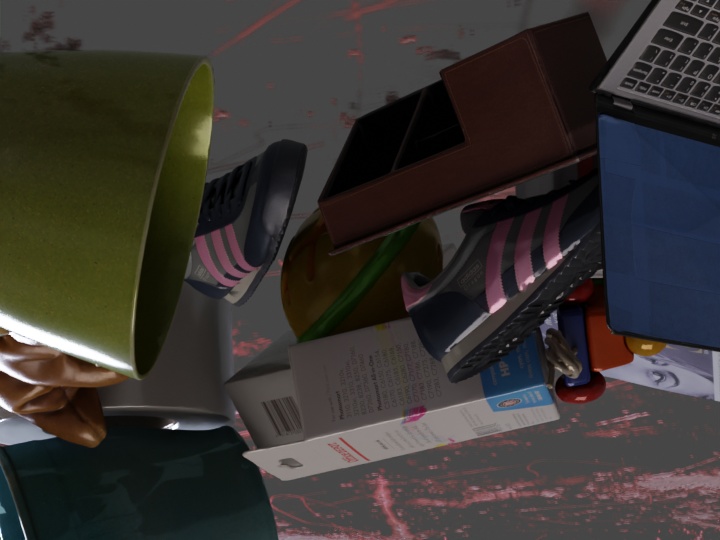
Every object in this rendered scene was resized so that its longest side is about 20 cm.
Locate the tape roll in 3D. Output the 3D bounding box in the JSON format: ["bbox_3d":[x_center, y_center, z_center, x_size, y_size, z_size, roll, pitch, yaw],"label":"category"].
[{"bbox_3d":[-0.201,0.060,1.246,0.202,0.140,0.203,-3,166,-1],"label":"tape roll"}]

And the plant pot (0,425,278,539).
[{"bbox_3d":[-0.168,0.209,1.198,0.187,0.201,0.200,-14,167,-20],"label":"plant pot"}]

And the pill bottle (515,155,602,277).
[{"bbox_3d":[0.208,-0.054,1.005,0.199,0.116,0.116,-1,163,-9],"label":"pill bottle"}]

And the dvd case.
[{"bbox_3d":[0.201,0.052,1.238,0.199,0.016,0.149,10,155,19],"label":"dvd case"}]

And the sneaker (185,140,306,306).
[{"bbox_3d":[-0.095,-0.036,1.073,0.082,0.070,0.200,21,150,-9],"label":"sneaker"}]

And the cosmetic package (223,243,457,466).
[{"bbox_3d":[0.002,0.065,1.231,0.107,0.085,0.200,-16,-164,46],"label":"cosmetic package"}]

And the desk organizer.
[{"bbox_3d":[0.057,-0.079,0.929,0.200,0.077,0.072,-20,-178,43],"label":"desk organizer"}]

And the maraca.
[{"bbox_3d":[0.000,0.000,1.110,0.107,0.137,0.200,43,180,-4],"label":"maraca"}]

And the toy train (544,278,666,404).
[{"bbox_3d":[0.180,0.040,1.015,0.115,0.085,0.200,-7,-165,9],"label":"toy train"}]

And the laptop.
[{"bbox_3d":[0.227,-0.066,0.833,0.187,0.116,0.200,9,128,-36],"label":"laptop"}]

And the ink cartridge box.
[{"bbox_3d":[0.025,0.079,1.033,0.199,0.068,0.115,-14,161,8],"label":"ink cartridge box"}]

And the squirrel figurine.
[{"bbox_3d":[-0.238,0.016,1.048,0.199,0.142,0.187,22,168,-2],"label":"squirrel figurine"}]

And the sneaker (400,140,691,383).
[{"bbox_3d":[0.102,-0.025,0.915,0.200,0.082,0.070,-43,159,18],"label":"sneaker"}]

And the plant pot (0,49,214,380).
[{"bbox_3d":[-0.201,-0.050,0.893,0.199,0.188,0.187,12,163,2],"label":"plant pot"}]
